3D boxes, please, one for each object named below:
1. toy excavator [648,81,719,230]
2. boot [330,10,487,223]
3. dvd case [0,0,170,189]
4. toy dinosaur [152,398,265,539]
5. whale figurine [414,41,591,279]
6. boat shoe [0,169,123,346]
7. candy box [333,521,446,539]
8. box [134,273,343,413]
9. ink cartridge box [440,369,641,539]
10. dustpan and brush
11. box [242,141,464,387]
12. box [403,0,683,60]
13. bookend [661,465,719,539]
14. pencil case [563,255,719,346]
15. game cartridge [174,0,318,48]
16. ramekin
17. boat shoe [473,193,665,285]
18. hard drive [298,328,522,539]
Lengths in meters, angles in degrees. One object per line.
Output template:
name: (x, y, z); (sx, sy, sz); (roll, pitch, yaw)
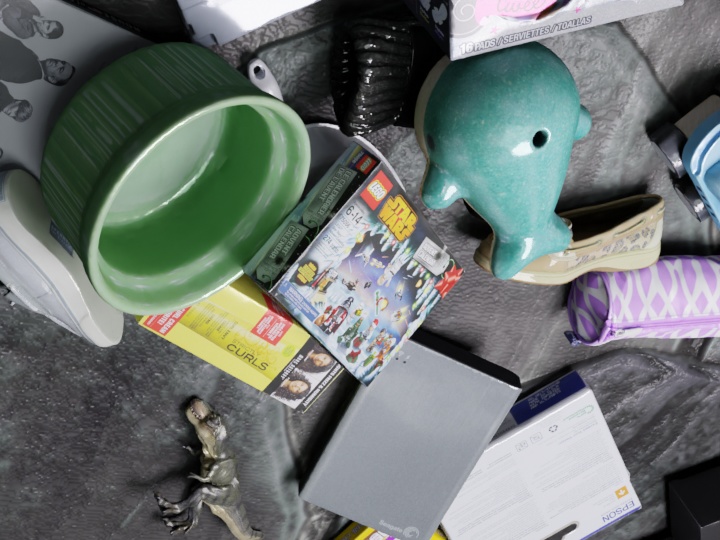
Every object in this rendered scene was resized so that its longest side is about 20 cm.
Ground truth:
toy excavator: (0.368, -0.049, 1.376); (0.100, 0.200, 0.195); (-35, 129, 4)
boot: (0.056, -0.120, 1.266); (0.157, 0.079, 0.213); (-16, 118, -21)
dvd case: (-0.243, -0.136, 1.163); (0.199, 0.025, 0.151); (21, 112, -34)
toy dinosaur: (-0.145, 0.210, 1.438); (0.088, 0.048, 0.201); (-26, 133, -14)
whale figurine: (0.122, -0.083, 1.205); (0.158, 0.104, 0.201); (-25, 118, -17)
boat shoe: (-0.257, -0.005, 1.229); (0.071, 0.071, 0.201); (-11, 140, 17)
candy box: (-0.012, 0.318, 1.582); (0.200, 0.026, 0.102); (-43, 132, 9)
box: (-0.103, 0.048, 1.336); (0.075, 0.050, 0.200); (-47, 128, 12)
ink cartridge box: (0.172, 0.219, 1.582); (0.199, 0.041, 0.201); (-29, 129, 0)
dustpan and brush: (-0.047, -0.089, 1.271); (0.139, 0.057, 0.201); (-32, 136, -8)
box: (0.000, 0.000, 1.281); (0.137, 0.040, 0.200); (-50, 145, -5)
box: (0.135, -0.257, 1.172); (0.198, 0.132, 0.115); (-16, 130, -13)
bookend: (0.355, 0.311, 1.694); (0.198, 0.092, 0.200); (-19, 127, -9)
pencil case: (0.295, 0.029, 1.475); (0.198, 0.086, 0.085); (-4, 123, -22)
game cartridge: (-0.096, -0.271, 1.126); (0.132, 0.041, 0.201); (-22, 129, -3)
ramekin: (-0.144, -0.074, 1.166); (0.199, 0.098, 0.201); (-31, 147, -23)
boat shoe: (0.190, -0.033, 1.401); (0.199, 0.073, 0.063); (-9, 121, -31)
hard drive: (0.045, 0.158, 1.462); (0.139, 0.033, 0.201); (24, 113, -12)
